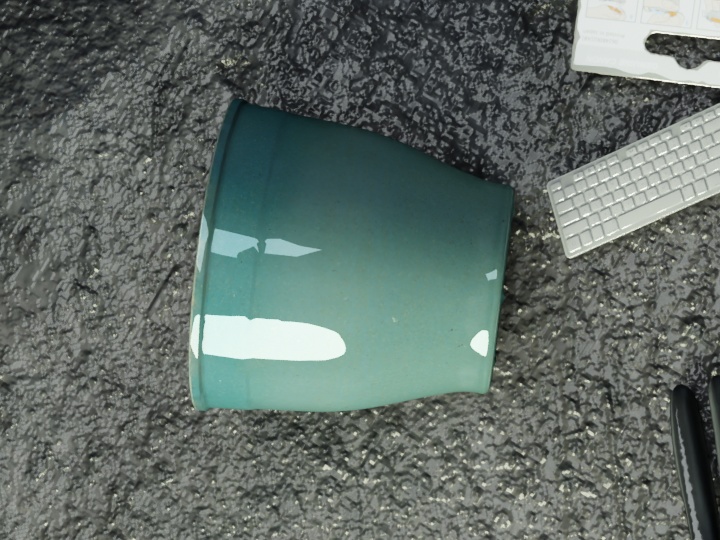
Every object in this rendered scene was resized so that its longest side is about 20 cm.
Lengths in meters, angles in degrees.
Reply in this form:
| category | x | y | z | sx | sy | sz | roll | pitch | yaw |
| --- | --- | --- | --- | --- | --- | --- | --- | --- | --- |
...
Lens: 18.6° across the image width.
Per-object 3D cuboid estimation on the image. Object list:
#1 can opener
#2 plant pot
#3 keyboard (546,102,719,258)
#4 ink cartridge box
| category | x | y | z | sx | sy | sz | roll | pitch | yaw |
| --- | --- | --- | --- | --- | --- | --- | --- | --- | --- |
| can opener | 0.226 | 0.163 | 1.370 | 0.063 | 0.079 | 0.201 | -7 | 71 | 25 |
| plant pot | 0.000 | 0.000 | 1.404 | 0.187 | 0.200 | 0.201 | 7 | 84 | 3 |
| keyboard | 0.211 | -0.070 | 1.406 | 0.200 | 0.011 | 0.056 | -25 | 59 | 25 |
| ink cartridge box | 0.230 | -0.218 | 1.433 | 0.160 | 0.047 | 0.201 | 8 | 91 | 18 |
